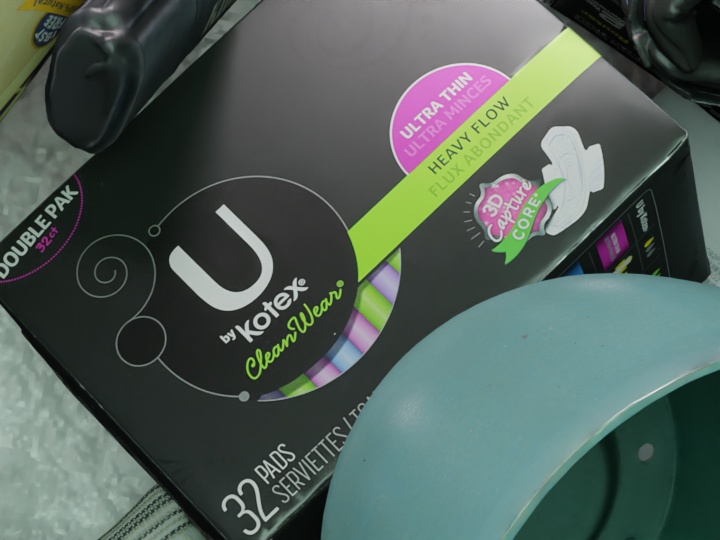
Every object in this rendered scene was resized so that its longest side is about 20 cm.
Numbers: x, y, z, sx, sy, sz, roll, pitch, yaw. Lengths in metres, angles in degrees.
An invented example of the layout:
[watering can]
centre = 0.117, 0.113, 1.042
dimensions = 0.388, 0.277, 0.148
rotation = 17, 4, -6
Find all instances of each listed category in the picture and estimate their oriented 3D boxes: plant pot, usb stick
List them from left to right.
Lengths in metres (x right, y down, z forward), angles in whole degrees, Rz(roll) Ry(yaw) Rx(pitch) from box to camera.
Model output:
[usb stick]
centre = -0.055, -0.105, 0.920
dimensions = 0.032, 0.200, 0.056
rotation = 23, 126, 7
[plant pot]
centre = 0.079, 0.092, 0.784
dimensions = 0.199, 0.161, 0.202
rotation = -7, 109, -22

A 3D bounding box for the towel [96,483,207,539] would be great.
[towel]
centre = -0.076, 0.213, 0.953
dimensions = 0.192, 0.035, 0.200
rotation = -41, 90, -8

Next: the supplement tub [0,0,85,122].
[supplement tub]
centre = -0.184, -0.086, 0.900
dimensions = 0.144, 0.144, 0.200
rotation = 39, 102, 0

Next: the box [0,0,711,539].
[box]
centre = 0.000, 0.000, 0.917
dimensions = 0.200, 0.124, 0.148
rotation = -44, 66, -8

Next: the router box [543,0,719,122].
[router box]
centre = 0.192, -0.112, 0.998
dimensions = 0.199, 0.062, 0.150
rotation = 33, 83, -1

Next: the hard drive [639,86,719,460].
[hard drive]
centre = 0.087, 0.040, 0.965
dimensions = 0.200, 0.026, 0.132
rotation = -42, 62, -8

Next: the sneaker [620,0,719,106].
[sneaker]
centre = 0.097, -0.122, 0.898
dimensions = 0.199, 0.111, 0.077
rotation = 37, 107, -3
